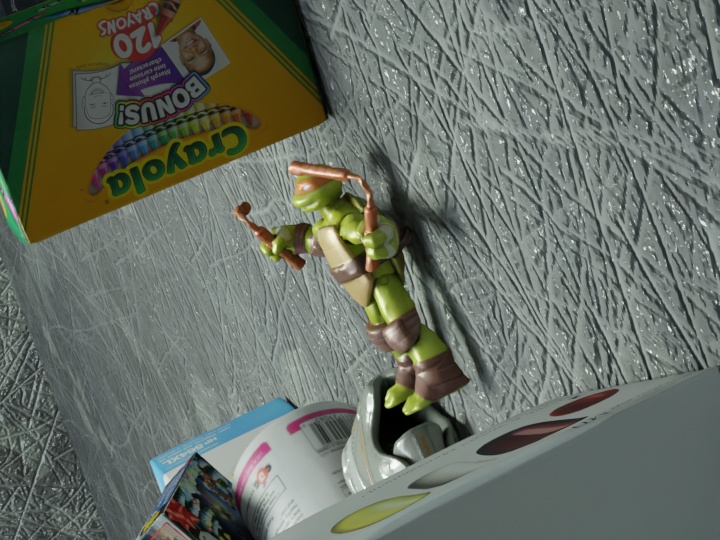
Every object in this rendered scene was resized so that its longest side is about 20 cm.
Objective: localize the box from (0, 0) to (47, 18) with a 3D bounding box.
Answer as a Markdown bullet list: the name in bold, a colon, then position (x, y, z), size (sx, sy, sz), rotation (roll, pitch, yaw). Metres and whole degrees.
- **box**: position (-0.206, -0.209, 1.323), size (0.104, 0.181, 0.201), rotation (42, 152, 55)

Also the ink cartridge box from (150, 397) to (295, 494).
- **ink cartridge box**: position (-0.064, 0.206, 1.561), size (0.200, 0.125, 0.129), rotation (32, 143, 65)

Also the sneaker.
- **sneaker**: position (0.045, 0.144, 1.210), size (0.200, 0.075, 0.092), rotation (53, 156, 37)

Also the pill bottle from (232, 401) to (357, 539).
- **pill bottle**: position (0.003, 0.192, 1.337), size (0.200, 0.113, 0.114), rotation (53, 160, 41)

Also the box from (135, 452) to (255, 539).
- **box**: position (-0.062, 0.223, 1.394), size (0.200, 0.040, 0.137), rotation (41, -167, -5)

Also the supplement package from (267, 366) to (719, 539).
- **supplement package**: position (0.073, 0.152, 0.892), size (0.148, 0.190, 0.200), rotation (65, 164, 1)

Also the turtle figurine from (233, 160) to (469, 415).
- **turtle figurine**: position (0.000, 0.000, 1.159), size (0.162, 0.064, 0.200), rotation (61, 157, -9)

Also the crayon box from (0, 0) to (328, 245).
- **crayon box**: position (-0.131, -0.111, 1.178), size (0.058, 0.199, 0.119), rotation (37, 148, 62)
